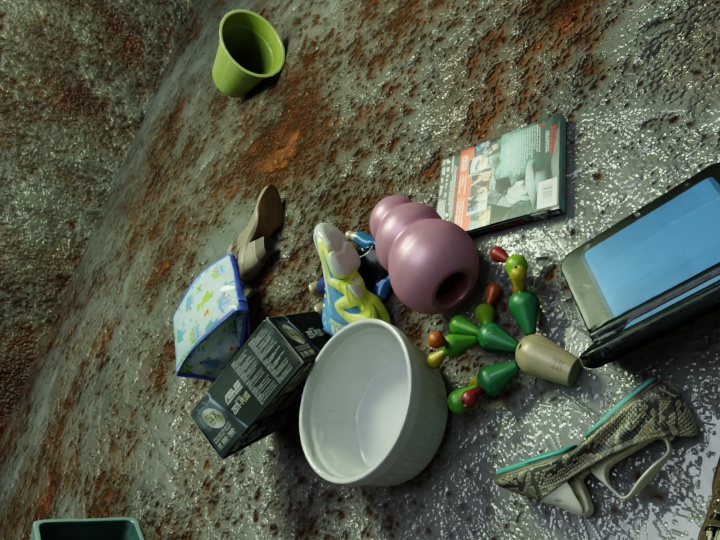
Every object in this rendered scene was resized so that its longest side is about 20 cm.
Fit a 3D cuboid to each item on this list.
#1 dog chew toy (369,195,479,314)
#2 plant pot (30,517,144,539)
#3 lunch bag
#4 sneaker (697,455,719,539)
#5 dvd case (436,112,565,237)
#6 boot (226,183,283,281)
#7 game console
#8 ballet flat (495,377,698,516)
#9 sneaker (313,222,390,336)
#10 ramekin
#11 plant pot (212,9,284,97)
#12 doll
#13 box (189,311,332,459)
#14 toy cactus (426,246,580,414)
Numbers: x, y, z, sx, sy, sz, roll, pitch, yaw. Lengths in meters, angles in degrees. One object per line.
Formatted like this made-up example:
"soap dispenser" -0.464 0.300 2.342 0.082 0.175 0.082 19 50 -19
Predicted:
"dog chew toy" 0.075 -0.035 0.734 0.125 0.123 0.201 -49 44 13
"plant pot" -0.515 0.607 0.976 0.194 0.193 0.206 20 92 51
"lunch bag" -0.289 0.093 1.075 0.202 0.125 0.172 -55 39 25
"sneaker" 0.289 0.200 0.392 0.069 0.075 0.205 2 69 48
"dvd case" 0.191 -0.123 0.749 0.197 0.022 0.150 -16 57 44
"boot" -0.241 -0.076 1.176 0.144 0.069 0.205 -27 49 39
"game console" 0.285 -0.013 0.504 0.199 0.174 0.119 -37 72 28
"ballet flat" 0.219 0.182 0.499 0.199 0.067 0.076 -40 58 21
"sneaker" -0.038 0.034 0.815 0.104 0.075 0.204 -37 74 31
"ramekin" 0.022 0.176 0.689 0.197 0.104 0.205 -27 50 36
"plant pot" -0.346 -0.608 1.555 0.189 0.196 0.206 -25 49 54
"doll" 0.000 0.000 0.862 0.197 0.048 0.140 -31 66 30
"box" -0.135 0.167 0.812 0.086 0.163 0.201 44 105 16
"toy cactus" 0.167 0.077 0.608 0.163 0.102 0.203 21 75 42
